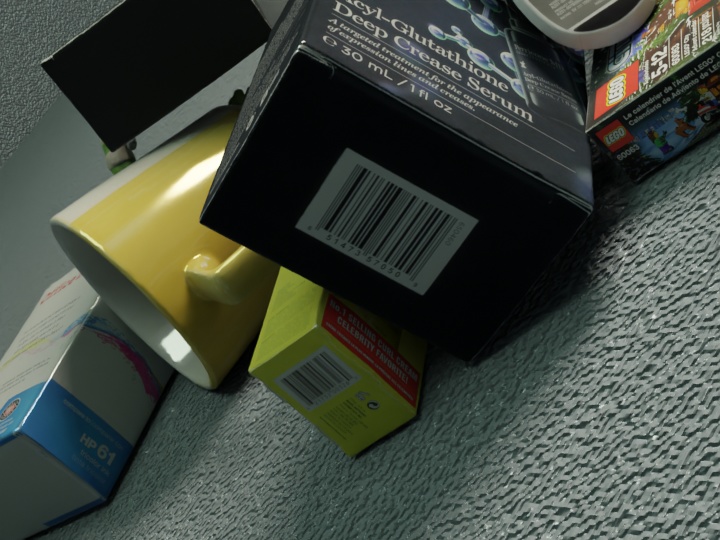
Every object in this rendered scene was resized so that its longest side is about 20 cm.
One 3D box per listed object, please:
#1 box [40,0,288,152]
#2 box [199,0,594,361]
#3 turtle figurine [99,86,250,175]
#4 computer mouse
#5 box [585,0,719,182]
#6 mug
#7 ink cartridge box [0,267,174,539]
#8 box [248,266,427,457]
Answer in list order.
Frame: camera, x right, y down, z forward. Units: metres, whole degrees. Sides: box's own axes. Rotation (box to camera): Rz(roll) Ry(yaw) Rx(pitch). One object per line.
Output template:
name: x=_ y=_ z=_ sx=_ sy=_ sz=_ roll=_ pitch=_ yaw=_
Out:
box: x=-0.111 y=-0.174 z=0.902 sx=0.141 sy=0.079 sz=0.200 roll=-35 pitch=14 yaw=21
box: x=0.025 y=-0.080 z=0.657 sx=0.107 sy=0.148 sz=0.200 roll=-55 pitch=14 yaw=33
turtle figurine: x=-0.121 y=-0.099 z=1.034 sx=0.193 sy=0.144 sz=0.201 roll=-24 pitch=34 yaw=41
computer mouse: x=0.072 y=-0.186 z=0.672 sx=0.109 sy=0.200 sz=0.044 roll=-32 pitch=-16 yaw=-6
box: x=0.179 y=-0.145 z=0.651 sx=0.136 sy=0.038 sz=0.200 roll=-34 pitch=24 yaw=33
mug: x=-0.084 y=-0.020 z=0.857 sx=0.186 sy=0.150 sz=0.153 roll=32 pitch=69 yaw=37
ink cartridge box: x=-0.208 y=0.082 z=0.963 sx=0.144 sy=0.085 sz=0.201 roll=-28 pitch=29 yaw=42
box: x=0.000 y=0.000 z=0.703 sx=0.050 sy=0.075 sz=0.200 roll=-35 pitch=23 yaw=30
